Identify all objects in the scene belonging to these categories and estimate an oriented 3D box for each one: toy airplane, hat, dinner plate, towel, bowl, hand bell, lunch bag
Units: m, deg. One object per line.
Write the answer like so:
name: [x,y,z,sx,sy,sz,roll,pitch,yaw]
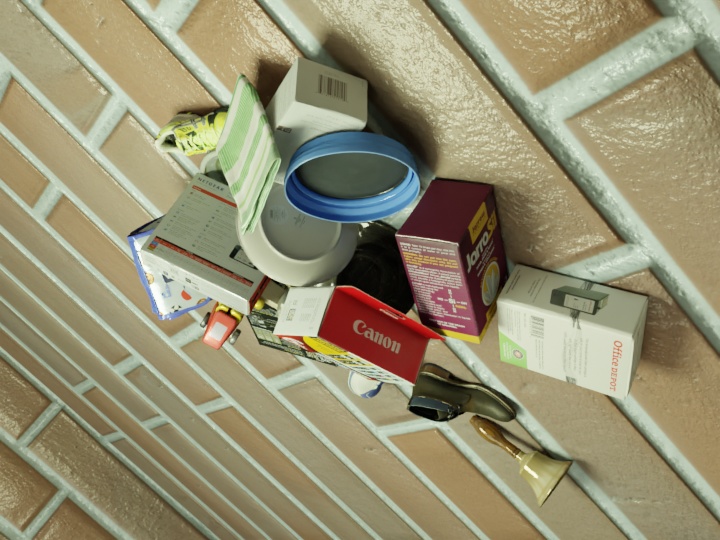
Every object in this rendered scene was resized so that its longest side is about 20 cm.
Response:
toy airplane: [-0.199,0.021,1.345,0.141,0.199,0.200,136,119,-65]
hat: [0.002,0.022,1.261,0.199,0.081,0.202,5,109,15]
dinner plate: [-0.094,-0.076,1.197,0.200,0.201,0.024,40,156,-5]
towel: [-0.167,-0.171,1.120,0.023,0.201,0.153,3,136,-28]
bowl: [-0.012,-0.134,1.121,0.199,0.040,0.201,-1,155,-1]
hand bell: [0.291,0.345,1.469,0.200,0.104,0.104,36,147,23]
lunch bag: [-0.320,-0.023,1.418,0.123,0.200,0.171,-2,111,40]

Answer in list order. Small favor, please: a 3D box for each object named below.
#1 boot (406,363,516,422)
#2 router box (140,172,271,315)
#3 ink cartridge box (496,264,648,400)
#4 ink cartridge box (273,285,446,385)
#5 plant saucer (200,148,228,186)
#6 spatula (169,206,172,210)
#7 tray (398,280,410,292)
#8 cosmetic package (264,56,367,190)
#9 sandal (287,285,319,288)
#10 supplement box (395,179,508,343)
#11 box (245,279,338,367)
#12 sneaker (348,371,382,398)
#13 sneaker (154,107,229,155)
boot: [0.183,0.257,1.428,0.199,0.097,0.075,22,143,21]
router box: [-0.227,-0.047,1.268,0.199,0.180,0.049,25,149,7]
ink cartridge box: [0.312,0.090,1.141,0.199,0.084,0.146,16,140,27]
ink cartridge box: [0.000,0.100,1.170,0.199,0.084,0.175,29,162,-30]
plant saucer: [-0.175,-0.143,1.309,0.199,0.050,0.201,20,148,13]
spatula: [-0.231,-0.075,1.333,0.198,0.021,0.057,8,107,4]
tray: [0.000,0.000,1.346,0.199,0.037,0.099,28,144,10]
cosmetic package: [-0.081,-0.204,1.111,0.112,0.082,0.200,13,150,-21]
sandal: [-0.077,0.026,1.360,0.200,0.080,0.054,44,166,-17]
supplement box: [0.141,-0.013,1.131,0.103,0.131,0.201,10,138,32]
box: [-0.125,0.084,1.502,0.199,0.086,0.164,11,137,32]
sneaker: [0.043,0.190,1.487,0.115,0.081,0.200,23,141,22]
sneaker: [-0.259,-0.220,1.281,0.199,0.077,0.076,1,130,38]
